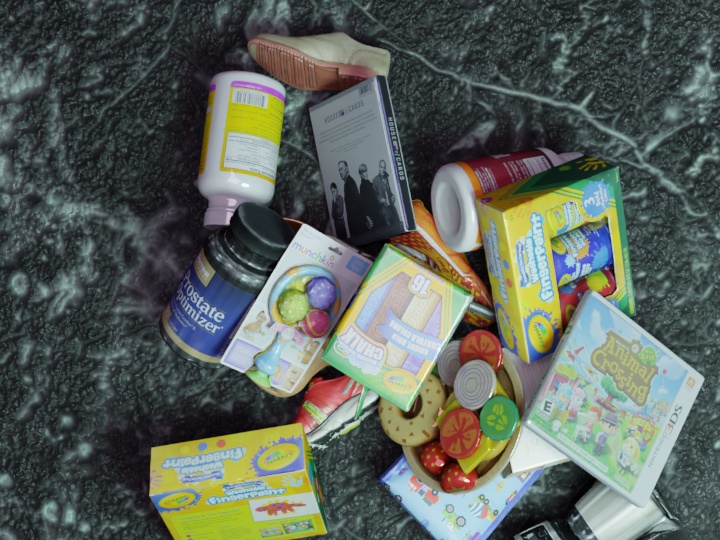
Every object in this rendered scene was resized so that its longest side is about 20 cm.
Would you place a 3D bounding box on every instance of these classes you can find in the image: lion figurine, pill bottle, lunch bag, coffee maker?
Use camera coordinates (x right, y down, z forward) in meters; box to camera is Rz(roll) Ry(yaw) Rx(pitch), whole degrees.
[{"bbox_3d":[-0.068,0.112,1.408,0.199,0.073,0.123,-36,99,16],"label":"lion figurine"},{"bbox_3d":[0.199,-0.095,1.382,0.197,0.113,0.115,-11,87,-21],"label":"pill bottle"},{"bbox_3d":[0.144,0.258,1.414,0.151,0.094,0.200,44,82,6],"label":"lunch bag"},{"bbox_3d":[-0.160,-0.152,1.418,0.102,0.104,0.204,6,82,3],"label":"pill bottle"},{"bbox_3d":[0.318,0.370,1.371,0.199,0.135,0.193,-36,87,2],"label":"coffee maker"},{"bbox_3d":[-0.165,0.018,1.355,0.111,0.112,0.201,36,115,4],"label":"pill bottle"}]

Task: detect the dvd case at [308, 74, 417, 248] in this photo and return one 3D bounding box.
[{"bbox_3d":[0.000,-0.137,1.409,0.024,0.149,0.204,-9,87,-39],"label":"dvd case"}]

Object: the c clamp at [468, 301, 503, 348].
[{"bbox_3d":[0.143,0.068,1.397,0.197,0.027,0.172,16,120,-24],"label":"c clamp"}]

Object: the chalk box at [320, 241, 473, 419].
[{"bbox_3d":[0.035,0.083,1.290,0.123,0.124,0.202,31,94,3],"label":"chalk box"}]

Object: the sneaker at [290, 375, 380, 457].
[{"bbox_3d":[-0.056,0.189,1.438,0.198,0.077,0.085,-32,68,-3],"label":"sneaker"}]

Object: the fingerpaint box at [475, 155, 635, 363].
[{"bbox_3d":[0.242,-0.014,1.312,0.165,0.073,0.203,-20,114,-18],"label":"fingerpaint box"}]

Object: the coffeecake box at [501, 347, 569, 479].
[{"bbox_3d":[0.261,0.164,1.382,0.197,0.073,0.156,-14,75,-6],"label":"coffeecake box"}]

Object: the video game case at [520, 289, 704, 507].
[{"bbox_3d":[0.306,0.154,1.286,0.199,0.022,0.184,35,74,-17],"label":"video game case"}]

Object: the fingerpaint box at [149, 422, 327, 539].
[{"bbox_3d":[-0.154,0.283,1.381,0.196,0.168,0.074,-10,49,3],"label":"fingerpaint box"}]

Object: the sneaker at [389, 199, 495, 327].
[{"bbox_3d":[0.121,-0.012,1.426,0.073,0.077,0.201,-28,105,43],"label":"sneaker"}]

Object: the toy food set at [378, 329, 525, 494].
[{"bbox_3d":[0.119,0.173,1.328,0.198,0.048,0.201,-48,48,19],"label":"toy food set"}]

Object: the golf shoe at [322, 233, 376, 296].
[{"bbox_3d":[0.000,0.000,1.389,0.198,0.088,0.078,25,70,-22],"label":"golf shoe"}]

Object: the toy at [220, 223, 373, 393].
[{"bbox_3d":[-0.072,0.058,1.316,0.114,0.047,0.201,27,103,-32],"label":"toy"}]

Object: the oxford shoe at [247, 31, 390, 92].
[{"bbox_3d":[-0.055,-0.289,1.456,0.197,0.071,0.075,18,64,4],"label":"oxford shoe"}]

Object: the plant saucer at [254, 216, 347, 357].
[{"bbox_3d":[-0.113,0.029,1.454,0.197,0.032,0.204,0,90,4],"label":"plant saucer"}]
